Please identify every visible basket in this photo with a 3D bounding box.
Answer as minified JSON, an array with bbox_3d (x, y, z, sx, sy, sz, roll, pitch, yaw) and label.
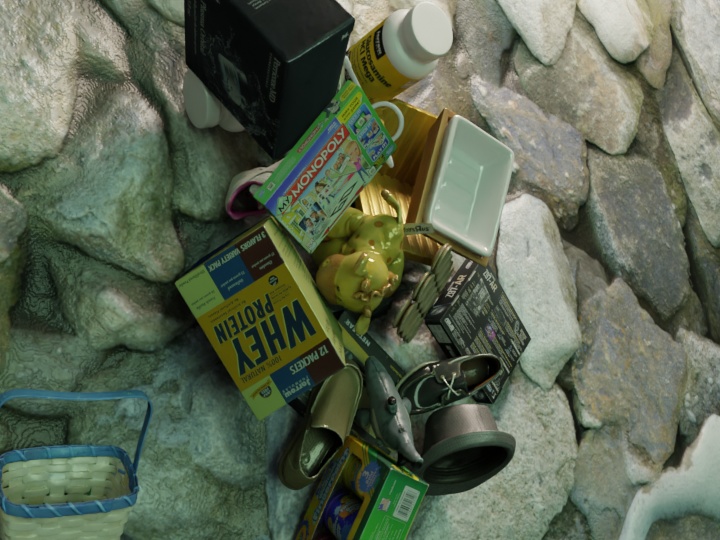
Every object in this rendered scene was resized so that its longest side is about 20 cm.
[{"bbox_3d":[-0.342,0.235,0.875,0.172,0.139,0.205,8,106,-32],"label":"basket"}]

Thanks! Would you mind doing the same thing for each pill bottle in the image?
[{"bbox_3d":[-0.159,-0.268,1.131,0.196,0.108,0.112,-17,90,-35],"label":"pill bottle"},{"bbox_3d":[0.059,-0.354,1.241,0.110,0.198,0.116,8,76,-31],"label":"pill bottle"}]

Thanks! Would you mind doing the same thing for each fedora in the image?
[{"bbox_3d":[0.156,0.278,1.216,0.172,0.202,0.092,0,53,-17],"label":"fedora"}]

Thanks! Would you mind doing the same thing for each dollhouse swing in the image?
[{"bbox_3d":[0.089,-0.141,1.226,0.196,0.184,0.177,15,29,-30],"label":"dollhouse swing"}]

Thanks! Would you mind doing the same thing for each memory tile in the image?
[{"bbox_3d":[0.102,0.040,1.197,0.017,0.200,0.155,30,84,13],"label":"memory tile"}]

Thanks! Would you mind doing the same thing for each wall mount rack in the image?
[{"bbox_3d":[-0.037,-0.212,1.126,0.196,0.075,0.177,-25,107,9],"label":"wall mount rack"}]

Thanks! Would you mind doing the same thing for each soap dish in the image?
[{"bbox_3d":[0.156,-0.128,1.201,0.155,0.080,0.205,24,73,-29],"label":"soap dish"}]

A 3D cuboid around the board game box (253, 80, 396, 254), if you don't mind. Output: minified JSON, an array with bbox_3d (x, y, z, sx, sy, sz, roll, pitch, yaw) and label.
[{"bbox_3d":[-0.044,-0.137,1.033,0.201,0.029,0.135,-51,144,-6],"label":"board game box"}]

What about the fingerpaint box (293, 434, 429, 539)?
[{"bbox_3d":[-0.011,0.350,1.044,0.072,0.166,0.204,28,84,-24],"label":"fingerpaint box"}]

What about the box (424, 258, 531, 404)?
[{"bbox_3d":[0.210,0.105,1.327,0.161,0.043,0.202,-51,119,-30],"label":"box"}]

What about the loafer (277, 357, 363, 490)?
[{"bbox_3d":[-0.045,0.219,1.075,0.075,0.067,0.204,34,68,-22],"label":"loafer"}]

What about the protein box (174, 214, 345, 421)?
[{"bbox_3d":[-0.126,0.052,1.015,0.133,0.199,0.203,-30,99,2],"label":"protein box"}]

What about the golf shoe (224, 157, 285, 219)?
[{"bbox_3d":[-0.109,-0.123,1.085,0.077,0.196,0.092,61,19,-19],"label":"golf shoe"}]

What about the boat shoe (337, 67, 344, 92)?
[{"bbox_3d":[-0.078,-0.365,1.236,0.071,0.074,0.206,-7,76,-24],"label":"boat shoe"}]

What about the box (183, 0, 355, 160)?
[{"bbox_3d":[-0.124,-0.291,0.966,0.117,0.198,0.200,-38,77,-25],"label":"box"}]

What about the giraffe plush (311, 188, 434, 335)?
[{"bbox_3d":[0.000,0.000,1.095,0.175,0.196,0.164,57,35,-25],"label":"giraffe plush"}]

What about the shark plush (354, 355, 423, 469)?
[{"bbox_3d":[0.036,0.208,1.065,0.088,0.201,0.085,-4,118,-2],"label":"shark plush"}]

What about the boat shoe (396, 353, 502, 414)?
[{"bbox_3d":[0.140,0.177,1.205,0.196,0.067,0.074,-16,89,-28],"label":"boat shoe"}]

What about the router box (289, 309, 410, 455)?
[{"bbox_3d":[-0.011,0.189,1.174,0.200,0.052,0.159,45,60,-18],"label":"router box"}]
